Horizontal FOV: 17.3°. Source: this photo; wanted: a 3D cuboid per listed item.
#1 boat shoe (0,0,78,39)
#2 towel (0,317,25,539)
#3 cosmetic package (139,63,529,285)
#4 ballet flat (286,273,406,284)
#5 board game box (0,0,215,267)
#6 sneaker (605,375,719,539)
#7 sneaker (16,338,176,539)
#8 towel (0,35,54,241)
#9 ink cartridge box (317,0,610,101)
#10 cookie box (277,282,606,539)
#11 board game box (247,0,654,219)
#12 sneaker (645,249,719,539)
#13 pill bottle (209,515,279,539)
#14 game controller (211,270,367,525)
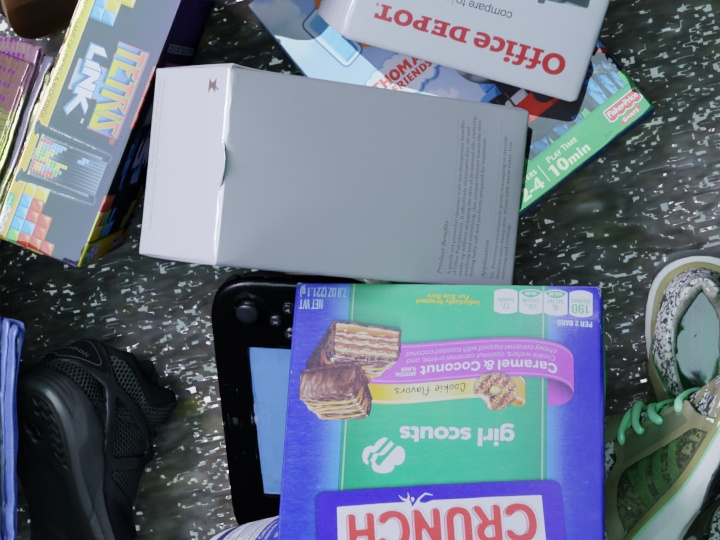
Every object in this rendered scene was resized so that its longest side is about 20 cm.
[{"bbox_3d":[-0.202,-0.205,1.389,0.070,0.200,0.070,-24,76,-16],"label":"boat shoe"},{"bbox_3d":[-0.238,0.094,1.411,0.024,0.200,0.145,0,91,-25],"label":"towel"},{"bbox_3d":[-0.012,-0.049,1.296,0.200,0.085,0.108,7,90,-34],"label":"cosmetic package"},{"bbox_3d":[0.000,0.000,1.410,0.200,0.065,0.071,39,61,6],"label":"ballet flat"},{"bbox_3d":[-0.143,-0.093,1.373,0.057,0.200,0.166,22,95,-1],"label":"board game box"},{"bbox_3d":[0.164,0.097,1.300,0.089,0.077,0.200,37,108,22],"label":"sneaker"},{"bbox_3d":[-0.153,0.128,1.443,0.076,0.114,0.200,8,121,31],"label":"sneaker"},{"bbox_3d":[-0.239,-0.073,1.414,0.023,0.200,0.144,19,91,-29],"label":"towel"},{"bbox_3d":[0.076,-0.208,1.310,0.146,0.083,0.200,14,102,-12],"label":"ink cartridge box"},{"bbox_3d":[0.043,0.109,1.253,0.171,0.075,0.200,1,57,3],"label":"cookie box"},{"bbox_3d":[0.053,-0.125,1.405,0.151,0.037,0.200,-39,84,4],"label":"board game box"},{"bbox_3d":[0.193,0.088,1.371,0.077,0.089,0.201,-4,90,10],"label":"sneaker"},{"bbox_3d":[-0.035,0.200,1.369,0.200,0.120,0.120,-19,87,41],"label":"pill bottle"},{"bbox_3d":[-0.029,0.085,1.389,0.104,0.042,0.200,8,127,17],"label":"game controller"}]
